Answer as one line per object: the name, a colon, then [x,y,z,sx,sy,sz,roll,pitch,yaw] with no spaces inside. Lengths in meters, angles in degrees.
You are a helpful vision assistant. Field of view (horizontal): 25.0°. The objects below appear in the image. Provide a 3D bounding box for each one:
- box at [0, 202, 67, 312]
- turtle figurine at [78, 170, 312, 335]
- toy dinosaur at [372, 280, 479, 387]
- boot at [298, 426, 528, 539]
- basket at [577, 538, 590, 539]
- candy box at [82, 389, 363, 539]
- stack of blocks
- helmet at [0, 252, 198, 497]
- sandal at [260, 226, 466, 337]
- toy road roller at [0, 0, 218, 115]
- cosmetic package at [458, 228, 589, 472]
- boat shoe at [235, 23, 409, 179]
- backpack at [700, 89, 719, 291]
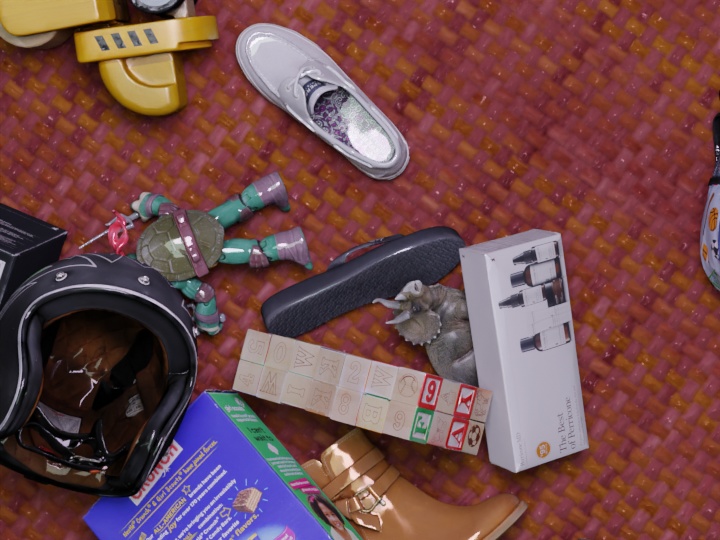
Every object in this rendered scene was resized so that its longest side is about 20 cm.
box: [-0.388,-0.030,1.475,0.199,0.141,0.079,22,105,5]
turtle figurine: [-0.153,-0.015,1.492,0.199,0.101,0.150,-20,85,-4]
toy dinosaur: [0.097,0.063,1.488,0.102,0.077,0.200,-38,116,-2]
boot: [0.037,0.208,1.476,0.199,0.074,0.155,-28,81,-2]
basket: [0.205,0.349,1.421,0.136,0.180,0.201,29,76,-24]
candy box: [-0.120,0.235,1.450,0.169,0.077,0.200,-45,73,9]
stack of blocks: [0.001,0.107,1.442,0.199,0.115,0.059,13,86,36]
helmet: [-0.233,0.083,1.404,0.199,0.200,0.191,14,68,4]
sandal: [-0.001,0.000,1.495,0.199,0.076,0.043,-21,58,1]
toy road roller: [-0.231,-0.211,1.498,0.199,0.123,0.147,-8,97,2]
cosmetic package: [0.147,0.071,1.444,0.082,0.051,0.201,-15,103,-23]
boat shoe: [-0.038,-0.159,1.506,0.072,0.069,0.200,-43,85,-1]
backpack: [0.397,-0.049,1.442,0.199,0.154,0.191,16,97,1]
